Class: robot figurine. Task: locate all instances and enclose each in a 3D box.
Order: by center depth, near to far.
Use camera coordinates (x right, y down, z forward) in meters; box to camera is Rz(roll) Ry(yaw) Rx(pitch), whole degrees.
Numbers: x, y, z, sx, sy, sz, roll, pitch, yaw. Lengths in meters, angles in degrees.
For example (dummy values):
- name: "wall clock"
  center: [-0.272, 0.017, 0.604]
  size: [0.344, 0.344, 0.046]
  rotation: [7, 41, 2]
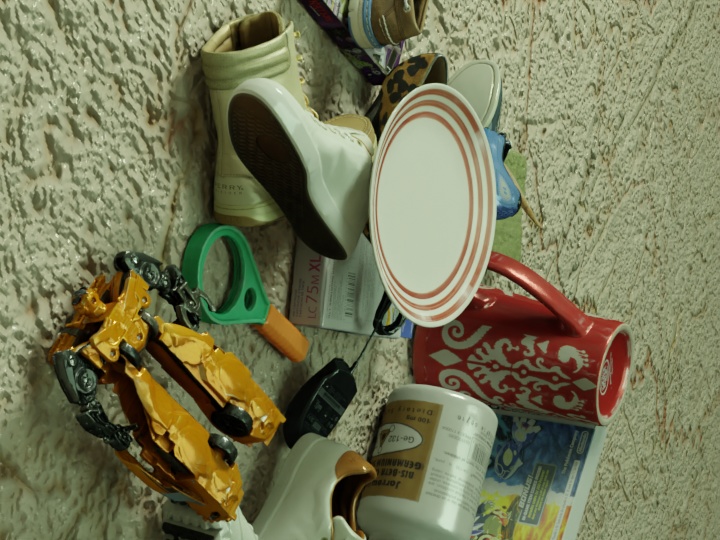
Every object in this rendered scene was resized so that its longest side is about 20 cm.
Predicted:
- name: "robot figurine"
  center: [-0.143, 0.084, 1.124]
  size: [0.200, 0.058, 0.145]
  rotation: [50, 48, -28]

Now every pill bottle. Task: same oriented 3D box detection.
- name: "pill bottle"
  center: [0.059, 0.223, 1.542]
  size: [0.114, 0.114, 0.200]
  rotation: [51, 50, -55]

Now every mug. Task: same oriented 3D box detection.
- name: "mug"
  center: [0.165, 0.079, 1.619]
  size: [0.134, 0.200, 0.178]
  rotation: [-67, 152, -19]

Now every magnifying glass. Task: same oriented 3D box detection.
- name: "magnifying glass"
  center: [-0.092, 0.027, 1.308]
  size: [0.200, 0.022, 0.080]
  rotation: [50, 50, -56]

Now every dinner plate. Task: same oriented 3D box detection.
- name: "dinner plate"
  center: [0.056, -0.053, 1.299]
  size: [0.200, 0.024, 0.201]
  rotation: [-5, 96, -57]

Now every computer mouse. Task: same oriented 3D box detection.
- name: "computer mouse"
  center: [-0.011, 0.074, 1.413]
  size: [0.200, 0.034, 0.059]
  rotation: [-55, 143, -14]

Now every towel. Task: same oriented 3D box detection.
- name: "towel"
  center: [0.131, -0.072, 1.724]
  size: [0.200, 0.036, 0.149]
  rotation: [5, 89, -61]

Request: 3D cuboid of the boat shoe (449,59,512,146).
- name: "boat shoe"
  center: [0.101, -0.109, 1.532]
  size: [0.062, 0.075, 0.200]
  rotation: [39, 58, -48]

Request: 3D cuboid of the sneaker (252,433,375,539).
- name: "sneaker"
  center: [-0.050, 0.240, 1.327]
  size: [0.073, 0.085, 0.200]
  rotation: [40, 71, -58]

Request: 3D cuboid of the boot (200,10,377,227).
- name: "boot"
  center: [-0.057, -0.138, 1.289]
  size: [0.200, 0.073, 0.156]
  rotation: [-32, 124, -47]

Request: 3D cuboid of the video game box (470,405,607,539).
- name: "video game box"
  center: [0.143, 0.225, 1.638]
  size: [0.200, 0.182, 0.047]
  rotation: [-67, 148, -32]

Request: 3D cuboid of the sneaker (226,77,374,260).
- name: "sneaker"
  center: [-0.040, -0.096, 1.212]
  size: [0.085, 0.073, 0.200]
  rotation: [-58, 148, -21]

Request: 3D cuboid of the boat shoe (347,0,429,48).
- name: "boat shoe"
  center: [0.050, -0.286, 1.421]
  size: [0.072, 0.072, 0.200]
  rotation: [46, 53, -56]

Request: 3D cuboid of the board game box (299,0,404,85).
- name: "board game box"
  center: [-0.004, -0.264, 1.428]
  size: [0.200, 0.032, 0.120]
  rotation: [41, 54, -59]

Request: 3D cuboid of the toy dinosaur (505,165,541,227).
- name: "toy dinosaur"
  center: [0.113, -0.123, 1.626]
  size: [0.200, 0.060, 0.106]
  rotation: [16, 91, -35]

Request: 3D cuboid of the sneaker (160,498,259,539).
- name: "sneaker"
  center: [-0.101, 0.234, 1.242]
  size: [0.081, 0.075, 0.200]
  rotation: [-27, 118, -38]

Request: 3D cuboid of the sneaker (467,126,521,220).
- name: "sneaker"
  center: [0.085, -0.110, 1.462]
  size: [0.089, 0.200, 0.079]
  rotation: [1, 134, -34]

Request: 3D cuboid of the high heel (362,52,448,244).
- name: "high heel"
  center: [0.057, -0.086, 1.368]
  size: [0.071, 0.143, 0.200]
  rotation: [4, 48, -41]

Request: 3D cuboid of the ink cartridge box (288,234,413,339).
- name: "ink cartridge box"
  center: [0.000, 0.000, 1.468]
  size: [0.200, 0.042, 0.120]
  rotation: [12, 83, -61]
